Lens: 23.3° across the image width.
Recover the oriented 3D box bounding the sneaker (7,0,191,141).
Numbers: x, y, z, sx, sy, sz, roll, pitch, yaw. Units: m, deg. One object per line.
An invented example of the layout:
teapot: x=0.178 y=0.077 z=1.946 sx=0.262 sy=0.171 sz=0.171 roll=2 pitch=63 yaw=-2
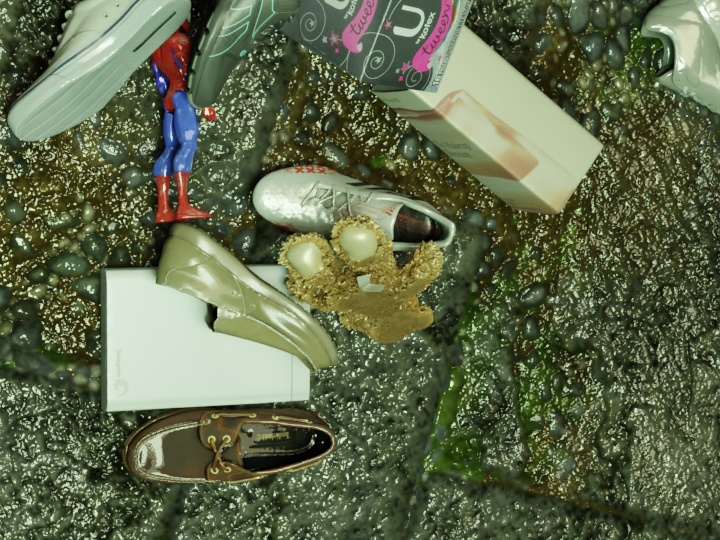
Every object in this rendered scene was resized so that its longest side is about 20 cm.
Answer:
sneaker: x=-0.243 y=-0.198 z=1.567 sx=0.200 sy=0.073 sz=0.071 roll=-40 pitch=67 yaw=0

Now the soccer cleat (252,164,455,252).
soccer cleat: x=-0.003 y=-0.056 z=1.660 sx=0.199 sy=0.085 sz=0.069 roll=14 pitch=91 yaw=-22

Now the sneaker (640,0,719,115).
sneaker: x=0.354 y=-0.195 z=1.797 sx=0.092 sy=0.076 sz=0.200 roll=-32 pitch=99 yaw=-7

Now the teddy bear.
teddy bear: x=0.000 y=0.000 z=1.629 sx=0.145 sy=0.067 sz=0.200 roll=-33 pitch=146 yaw=26

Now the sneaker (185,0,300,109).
sneaker: x=-0.094 y=-0.225 z=1.518 sx=0.079 sy=0.075 sz=0.200 roll=19 pitch=113 yaw=-15

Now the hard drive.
hard drive: x=-0.145 y=0.062 z=1.650 sx=0.199 sy=0.027 sz=0.132 roll=-2 pitch=96 yaw=-20

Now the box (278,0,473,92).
box: x=0.028 y=-0.277 z=1.554 sx=0.115 sy=0.132 sz=0.201 roll=0 pitch=117 yaw=-48

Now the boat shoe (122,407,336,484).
boat shoe: x=-0.122 y=0.164 z=1.648 sx=0.199 sy=0.070 sz=0.071 roll=-8 pitch=100 yaw=-19

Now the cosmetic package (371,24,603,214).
cosmetic package: x=0.122 y=-0.147 z=1.690 sx=0.200 sy=0.103 sz=0.087 roll=38 pitch=81 yaw=-19

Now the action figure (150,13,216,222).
action figure: x=-0.164 y=-0.146 z=1.596 sx=0.052 sy=0.065 sz=0.201 roll=-3 pitch=89 yaw=-32

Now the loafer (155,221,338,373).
loafer: x=-0.108 y=0.036 z=1.612 sx=0.200 sy=0.076 sz=0.068 roll=39 pitch=83 yaw=-11
